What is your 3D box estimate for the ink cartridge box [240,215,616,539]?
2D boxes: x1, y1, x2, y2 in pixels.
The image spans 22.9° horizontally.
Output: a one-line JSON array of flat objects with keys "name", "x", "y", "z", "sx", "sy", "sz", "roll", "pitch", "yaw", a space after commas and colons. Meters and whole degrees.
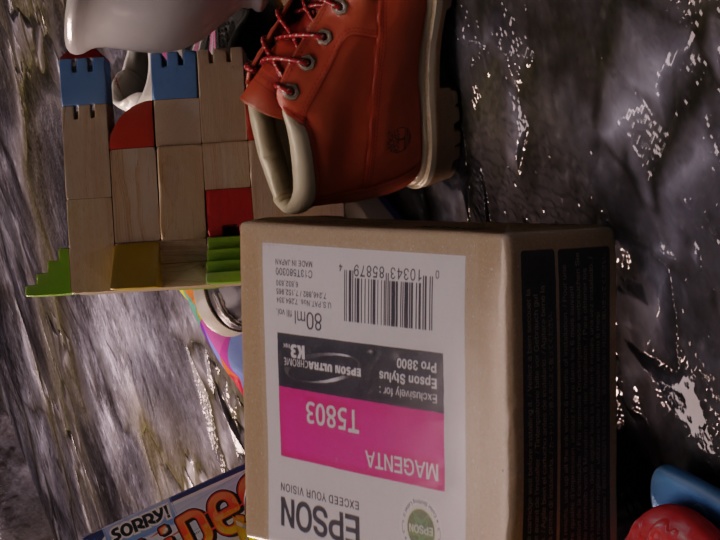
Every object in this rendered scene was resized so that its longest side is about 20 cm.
[{"name": "ink cartridge box", "x": 0.027, "y": 0.058, "z": 0.849, "sx": 0.199, "sy": 0.075, "sz": 0.167, "roll": 3, "pitch": 95, "yaw": 50}]

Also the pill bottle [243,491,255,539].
[{"name": "pill bottle", "x": -0.009, "y": 0.207, "z": 1.109, "sx": 0.201, "sy": 0.108, "sz": 0.110, "roll": -105, "pitch": 11, "yaw": -46}]

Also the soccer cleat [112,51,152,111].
[{"name": "soccer cleat", "x": -0.133, "y": -0.115, "z": 1.276, "sx": 0.069, "sy": 0.085, "sz": 0.202, "roll": 45, "pitch": 151, "yaw": 54}]

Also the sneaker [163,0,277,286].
[{"name": "sneaker", "x": -0.053, "y": -0.072, "z": 1.037, "sx": 0.086, "sy": 0.080, "sz": 0.201, "roll": -32, "pitch": 82, "yaw": 44}]

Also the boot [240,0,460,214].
[{"name": "boot", "x": -0.013, "y": -0.123, "z": 0.888, "sx": 0.075, "sy": 0.106, "sz": 0.202, "roll": 36, "pitch": 139, "yaw": 55}]

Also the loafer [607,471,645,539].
[{"name": "loafer", "x": 0.086, "y": 0.139, "z": 0.897, "sx": 0.200, "sy": 0.072, "sz": 0.073, "roll": 151, "pitch": 102, "yaw": -71}]

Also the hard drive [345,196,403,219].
[{"name": "hard drive", "x": 0.000, "y": 0.000, "z": 1.094, "sx": 0.200, "sy": 0.025, "sz": 0.133, "roll": -127, "pitch": 27, "yaw": -46}]

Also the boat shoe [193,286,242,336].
[{"name": "boat shoe", "x": -0.073, "y": -0.059, "z": 1.179, "sx": 0.062, "sy": 0.072, "sz": 0.202, "roll": -20, "pitch": 65, "yaw": 41}]

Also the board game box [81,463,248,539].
[{"name": "board game box", "x": -0.077, "y": 0.207, "z": 1.232, "sx": 0.034, "sy": 0.198, "sz": 0.136, "roll": 68, "pitch": 177, "yaw": -71}]

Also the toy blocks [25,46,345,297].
[{"name": "toy blocks", "x": -0.084, "y": -0.060, "z": 0.976, "sx": 0.100, "sy": 0.198, "sz": 0.138, "roll": 64, "pitch": -157, "yaw": -88}]

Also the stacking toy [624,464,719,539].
[{"name": "stacking toy", "x": 0.084, "y": 0.170, "z": 0.726, "sx": 0.110, "sy": 0.198, "sz": 0.117, "roll": -148, "pitch": 44, "yaw": -63}]

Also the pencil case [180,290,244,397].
[{"name": "pencil case", "x": -0.063, "y": 0.051, "z": 1.231, "sx": 0.201, "sy": 0.088, "sz": 0.089, "roll": 57, "pitch": 156, "yaw": 33}]

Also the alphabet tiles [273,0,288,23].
[{"name": "alphabet tiles", "x": -0.039, "y": -0.219, "z": 0.989, "sx": 0.195, "sy": 0.015, "sz": 0.201, "roll": 39, "pitch": 144, "yaw": 42}]

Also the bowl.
[{"name": "bowl", "x": -0.077, "y": -0.193, "z": 0.910, "sx": 0.201, "sy": 0.090, "sz": 0.203, "roll": -161, "pitch": 90, "yaw": -88}]
